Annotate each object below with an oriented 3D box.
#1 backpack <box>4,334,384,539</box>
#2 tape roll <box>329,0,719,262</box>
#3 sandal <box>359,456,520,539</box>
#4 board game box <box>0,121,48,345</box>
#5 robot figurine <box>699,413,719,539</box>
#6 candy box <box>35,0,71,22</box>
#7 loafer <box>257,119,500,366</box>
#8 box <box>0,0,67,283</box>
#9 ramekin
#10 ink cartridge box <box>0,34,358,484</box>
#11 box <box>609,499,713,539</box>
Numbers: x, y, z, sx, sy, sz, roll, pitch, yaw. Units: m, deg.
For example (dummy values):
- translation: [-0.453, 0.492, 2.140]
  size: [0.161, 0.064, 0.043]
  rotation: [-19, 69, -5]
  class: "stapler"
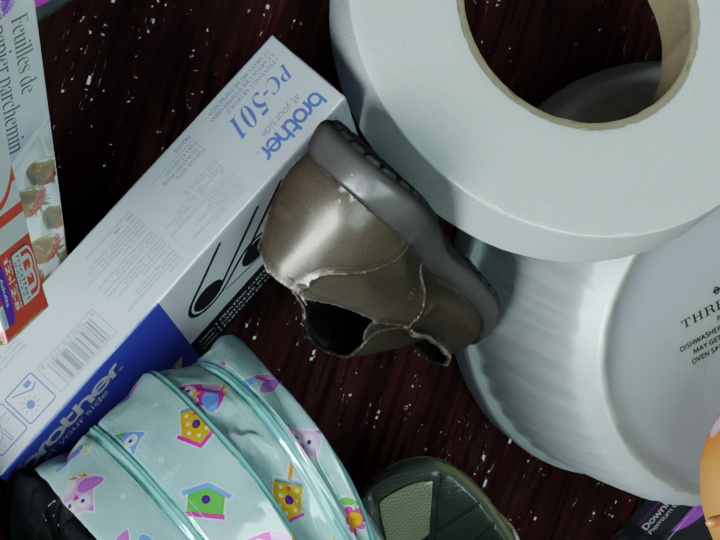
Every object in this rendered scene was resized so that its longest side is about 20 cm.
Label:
- translation: [-0.053, 0.126, 0.892]
  size: [0.126, 0.167, 0.201]
  rotation: [-42, 135, -19]
  class: "backpack"
- translation: [0.085, -0.104, 0.934]
  size: [0.201, 0.037, 0.204]
  rotation: [4, 71, -13]
  class: "tape roll"
- translation: [0.047, 0.146, 1.051]
  size: [0.079, 0.058, 0.201]
  rotation: [-21, 138, 12]
  class: "sandal"
- translation: [-0.220, -0.037, 0.753]
  size: [0.199, 0.046, 0.153]
  rotation: [-8, 104, 14]
  class: "board game box"
- translation: [0.230, 0.079, 0.960]
  size: [0.199, 0.144, 0.117]
  rotation: [-27, 102, -11]
  class: "robot figurine"
- translation: [-0.130, -0.176, 0.847]
  size: [0.199, 0.061, 0.137]
  rotation: [-35, 120, -12]
  class: "candy box"
- translation: [0.000, 0.000, 0.930]
  size: [0.071, 0.073, 0.200]
  rotation: [-45, 155, -1]
  class: "loafer"
- translation: [-0.140, -0.051, 0.840]
  size: [0.039, 0.041, 0.201]
  rotation: [-30, 150, -22]
  class: "box"
- translation: [0.150, 0.011, 1.029]
  size: [0.199, 0.105, 0.202]
  rotation: [-9, 110, -25]
  class: "ramekin"
- translation: [-0.081, 0.005, 0.911]
  size: [0.200, 0.044, 0.094]
  rotation: [-48, 165, -7]
  class: "ink cartridge box"
- translation: [0.213, 0.138, 1.144]
  size: [0.200, 0.036, 0.143]
  rotation: [-46, 121, -5]
  class: "box"
